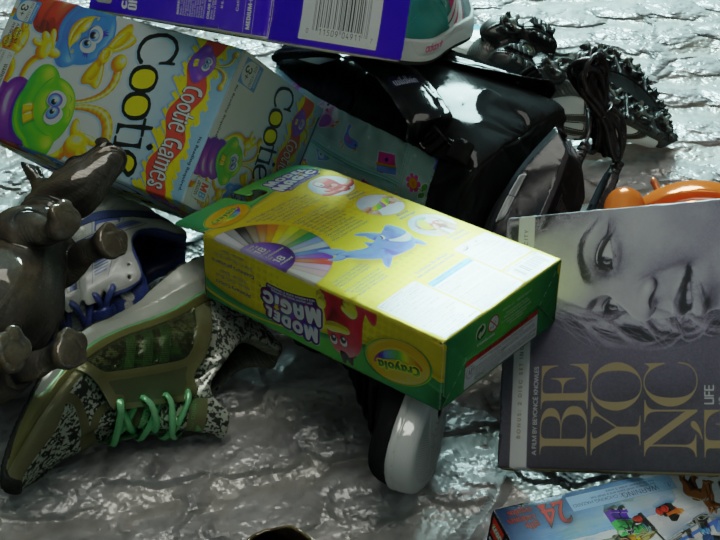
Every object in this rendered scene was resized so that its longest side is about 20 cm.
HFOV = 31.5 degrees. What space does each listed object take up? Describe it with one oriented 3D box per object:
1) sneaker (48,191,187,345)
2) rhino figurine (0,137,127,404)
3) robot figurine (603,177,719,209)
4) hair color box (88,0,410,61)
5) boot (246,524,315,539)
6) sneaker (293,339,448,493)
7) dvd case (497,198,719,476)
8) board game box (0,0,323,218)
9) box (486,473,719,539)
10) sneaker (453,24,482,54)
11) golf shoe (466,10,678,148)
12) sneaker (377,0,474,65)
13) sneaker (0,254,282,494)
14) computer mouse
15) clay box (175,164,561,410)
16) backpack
[{"bbox_3d":[-0.175,0.014,0.776,0.088,0.076,0.200,17,41,13],"label":"sneaker"},{"bbox_3d":[-0.177,-0.008,0.701,0.087,0.060,0.201,-20,39,33],"label":"rhino figurine"},{"bbox_3d":[0.209,0.020,0.780,0.143,0.117,0.200,8,35,1],"label":"robot figurine"},{"bbox_3d":[-0.073,-0.179,0.808,0.109,0.065,0.199,1,11,-43],"label":"hair color box"},{"bbox_3d":[-0.003,0.198,0.569,0.073,0.076,0.200,-19,46,-30],"label":"boot"},{"bbox_3d":[0.001,0.055,0.759,0.111,0.073,0.200,9,31,10],"label":"sneaker"},{"bbox_3d":[0.168,0.036,0.696,0.199,0.150,0.016,-4,-14,34],"label":"dvd case"},{"bbox_3d":[-0.145,-0.102,0.846,0.199,0.105,0.103,19,-5,30],"label":"board game box"},{"bbox_3d":[0.183,0.165,0.662,0.199,0.038,0.137,-10,41,-18],"label":"box"},{"bbox_3d":[0.038,-0.162,1.031,0.199,0.077,0.081,0,30,-17],"label":"sneaker"},{"bbox_3d":[0.158,-0.132,1.004,0.199,0.095,0.078,19,47,-26],"label":"golf shoe"},{"bbox_3d":[0.043,-0.220,0.878,0.083,0.121,0.200,13,23,8],"label":"sneaker"},{"bbox_3d":[-0.117,0.068,0.727,0.088,0.077,0.200,39,52,13],"label":"sneaker"},{"bbox_3d":[0.127,-0.041,0.868,0.046,0.140,0.201,15,77,26],"label":"computer mouse"},{"bbox_3d":[0.000,0.000,0.732,0.199,0.048,0.115,23,36,34],"label":"clay box"},{"bbox_3d":[0.023,-0.096,0.899,0.199,0.127,0.167,25,30,25],"label":"backpack"}]
